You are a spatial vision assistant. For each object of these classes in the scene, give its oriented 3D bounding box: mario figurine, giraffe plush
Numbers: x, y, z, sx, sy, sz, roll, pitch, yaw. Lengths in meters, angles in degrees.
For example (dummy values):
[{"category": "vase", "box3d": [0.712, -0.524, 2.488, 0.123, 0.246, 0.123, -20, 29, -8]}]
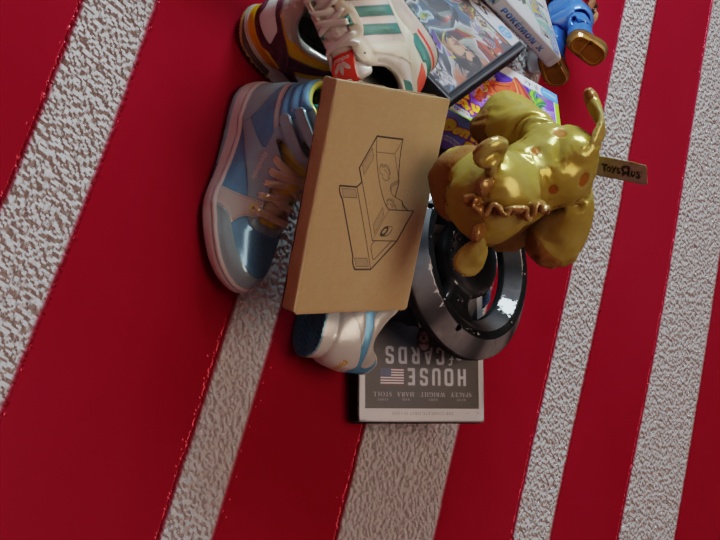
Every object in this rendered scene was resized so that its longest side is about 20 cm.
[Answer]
[{"category": "mario figurine", "box3d": [0.262, -0.294, 1.642, 0.201, 0.122, 0.107, -79, 169, -45]}, {"category": "giraffe plush", "box3d": [0.133, -0.072, 1.251, 0.161, 0.199, 0.175, -19, 99, -39]}]

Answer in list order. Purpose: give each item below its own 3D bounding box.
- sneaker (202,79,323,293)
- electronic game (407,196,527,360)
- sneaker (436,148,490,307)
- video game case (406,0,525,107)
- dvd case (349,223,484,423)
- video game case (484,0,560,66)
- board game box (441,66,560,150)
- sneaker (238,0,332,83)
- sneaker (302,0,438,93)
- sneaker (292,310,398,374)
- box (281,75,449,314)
[{"category": "sneaker", "box3d": [-0.067, -0.082, 1.222, 0.079, 0.130, 0.203, 22, 69, -46]}, {"category": "electronic game", "box3d": [0.104, -0.011, 1.374, 0.199, 0.041, 0.203, 14, 71, -46]}, {"category": "sneaker", "box3d": [0.124, -0.060, 1.471, 0.078, 0.089, 0.203, 8, 79, -50]}, {"category": "video game case", "box3d": [0.065, -0.259, 1.400, 0.181, 0.026, 0.200, 47, 37, 2]}, {"category": "dvd case", "box3d": [0.057, 0.052, 1.392, 0.149, 0.025, 0.203, 3, 81, -28]}, {"category": "video game case", "box3d": [0.153, -0.348, 1.543, 0.182, 0.022, 0.202, 36, 35, -41]}, {"category": "board game box", "box3d": [0.117, -0.170, 1.424, 0.198, 0.045, 0.135, 25, 39, -21]}, {"category": "sneaker", "box3d": [-0.025, -0.187, 1.317, 0.200, 0.089, 0.076, 36, 58, -40]}, {"category": "sneaker", "box3d": [-0.008, -0.217, 1.223, 0.200, 0.070, 0.094, 46, 50, -32]}, {"category": "sneaker", "box3d": [0.000, 0.000, 1.324, 0.080, 0.076, 0.202, 26, 74, -29]}, {"category": "box", "box3d": [0.007, -0.063, 1.220, 0.163, 0.021, 0.203, 0, 104, -50]}]
